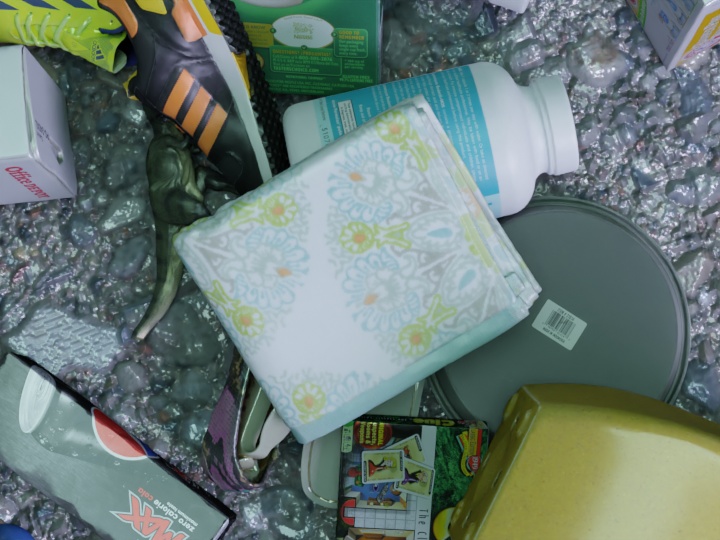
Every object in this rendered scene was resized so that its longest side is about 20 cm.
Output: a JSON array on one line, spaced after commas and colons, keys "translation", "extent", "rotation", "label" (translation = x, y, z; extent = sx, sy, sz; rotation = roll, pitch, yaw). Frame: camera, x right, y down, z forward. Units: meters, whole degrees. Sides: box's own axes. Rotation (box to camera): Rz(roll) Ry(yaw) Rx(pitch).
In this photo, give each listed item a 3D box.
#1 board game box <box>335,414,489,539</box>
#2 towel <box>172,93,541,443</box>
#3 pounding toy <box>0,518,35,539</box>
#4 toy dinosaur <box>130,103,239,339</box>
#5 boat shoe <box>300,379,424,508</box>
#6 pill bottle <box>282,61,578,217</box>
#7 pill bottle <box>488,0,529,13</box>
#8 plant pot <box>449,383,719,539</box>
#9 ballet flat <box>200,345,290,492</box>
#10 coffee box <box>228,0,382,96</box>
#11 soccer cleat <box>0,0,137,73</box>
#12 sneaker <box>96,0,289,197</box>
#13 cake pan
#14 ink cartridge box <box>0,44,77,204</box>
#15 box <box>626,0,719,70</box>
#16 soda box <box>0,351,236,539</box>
[{"translation": [0.032, 0.203, 1.239], "extent": [0.104, 0.023, 0.201], "rotation": [2, 99, -5], "label": "board game box"}, {"translation": [0.000, 0.000, 1.187], "extent": [0.199, 0.048, 0.172], "rotation": [-30, 99, 5], "label": "towel"}, {"translation": [-0.225, 0.243, 1.181], "extent": [0.184, 0.200, 0.142], "rotation": [40, 86, 5], "label": "pounding toy"}, {"translation": [-0.120, -0.049, 1.287], "extent": [0.087, 0.047, 0.201], "rotation": [2, 89, 5], "label": "toy dinosaur"}, {"translation": [0.007, 0.071, 1.257], "extent": [0.074, 0.062, 0.201], "rotation": [15, 99, -11], "label": "boat shoe"}, {"translation": [0.051, -0.084, 1.249], "extent": [0.199, 0.111, 0.112], "rotation": [-13, 84, 1], "label": "pill bottle"}, {"translation": [0.043, -0.266, 1.266], "extent": [0.199, 0.113, 0.114], "rotation": [23, 85, 4], "label": "pill bottle"}, {"translation": [0.170, 0.175, 1.158], "extent": [0.199, 0.196, 0.195], "rotation": [26, 92, -3], "label": "plant pot"}, {"translation": [-0.059, 0.063, 1.255], "extent": [0.071, 0.069, 0.201], "rotation": [12, 85, 47], "label": "ballet flat"}, {"translation": [-0.043, -0.212, 1.229], "extent": [0.122, 0.201, 0.044], "rotation": [3, 44, 5], "label": "coffee box"}, {"translation": [-0.201, -0.182, 1.274], "extent": [0.199, 0.065, 0.084], "rotation": [-4, 69, 11], "label": "soccer cleat"}, {"translation": [-0.115, -0.123, 1.230], "extent": [0.089, 0.070, 0.201], "rotation": [-15, 117, 12], "label": "sneaker"}, {"translation": [0.142, 0.044, 1.272], "extent": [0.199, 0.037, 0.202], "rotation": [0, 84, 2], "label": "cake pan"}, {"translation": [-0.312, -0.093, 1.243], "extent": [0.199, 0.145, 0.084], "rotation": [-6, 82, 1], "label": "ink cartridge box"}, {"translation": [0.244, -0.225, 1.213], "extent": [0.112, 0.200, 0.102], "rotation": [-29, 84, 0], "label": "box"}, {"translation": [-0.187, 0.143, 1.258], "extent": [0.200, 0.063, 0.071], "rotation": [36, 86, 4], "label": "soda box"}]
